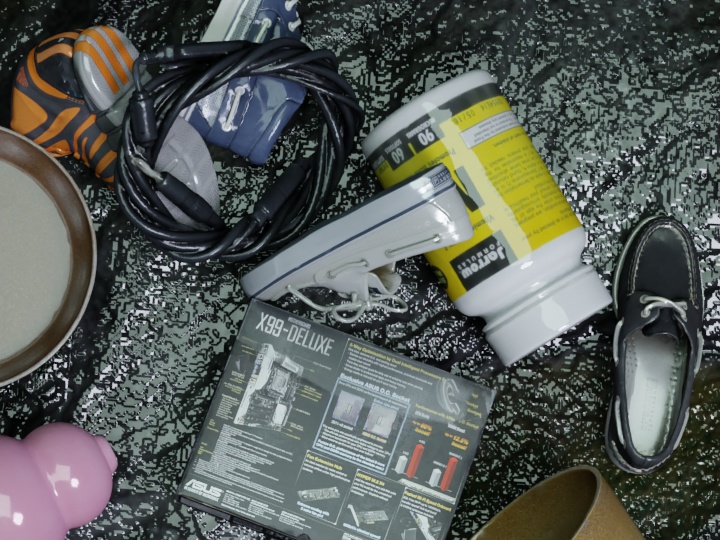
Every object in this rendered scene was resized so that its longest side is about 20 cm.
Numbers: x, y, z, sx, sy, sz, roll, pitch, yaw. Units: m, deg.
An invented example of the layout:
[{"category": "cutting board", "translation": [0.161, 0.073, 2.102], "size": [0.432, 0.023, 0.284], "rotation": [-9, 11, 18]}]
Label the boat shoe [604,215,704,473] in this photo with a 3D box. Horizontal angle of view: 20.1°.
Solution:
[{"category": "boat shoe", "translation": [0.223, 0.053, 1.534], "size": [0.074, 0.060, 0.200], "rotation": [12, 81, -1]}]

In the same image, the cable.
[{"category": "cable", "translation": [-0.081, -0.088, 1.485], "size": [0.200, 0.051, 0.164], "rotation": [-6, 101, -31]}]

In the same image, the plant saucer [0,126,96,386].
[{"category": "plant saucer", "translation": [-0.291, -0.008, 1.475], "size": [0.200, 0.034, 0.201], "rotation": [1, 81, -6]}]

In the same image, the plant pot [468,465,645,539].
[{"category": "plant pot", "translation": [0.166, 0.274, 1.452], "size": [0.186, 0.186, 0.200], "rotation": [-45, 99, -9]}]

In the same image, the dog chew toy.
[{"category": "dog chew toy", "translation": [-0.267, 0.175, 1.456], "size": [0.200, 0.125, 0.125], "rotation": [-27, 84, -15]}]

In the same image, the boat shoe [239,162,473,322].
[{"category": "boat shoe", "translation": [0.003, -0.002, 1.486], "size": [0.202, 0.075, 0.086], "rotation": [-27, 95, 32]}]

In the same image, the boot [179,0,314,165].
[{"category": "boot", "translation": [-0.068, -0.183, 1.552], "size": [0.090, 0.073, 0.200], "rotation": [28, 88, -7]}]

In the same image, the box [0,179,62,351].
[{"category": "box", "translation": [-0.348, 0.007, 1.508], "size": [0.200, 0.050, 0.199], "rotation": [22, 79, -2]}]

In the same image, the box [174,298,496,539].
[{"category": "box", "translation": [-0.018, 0.130, 1.506], "size": [0.200, 0.050, 0.158], "rotation": [20, 75, 0]}]

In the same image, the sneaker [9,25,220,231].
[{"category": "sneaker", "translation": [-0.187, -0.091, 1.525], "size": [0.078, 0.112, 0.200], "rotation": [-49, 121, -44]}]

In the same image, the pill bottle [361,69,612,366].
[{"category": "pill bottle", "translation": [0.097, -0.038, 1.512], "size": [0.114, 0.114, 0.200], "rotation": [-30, 84, -8]}]
